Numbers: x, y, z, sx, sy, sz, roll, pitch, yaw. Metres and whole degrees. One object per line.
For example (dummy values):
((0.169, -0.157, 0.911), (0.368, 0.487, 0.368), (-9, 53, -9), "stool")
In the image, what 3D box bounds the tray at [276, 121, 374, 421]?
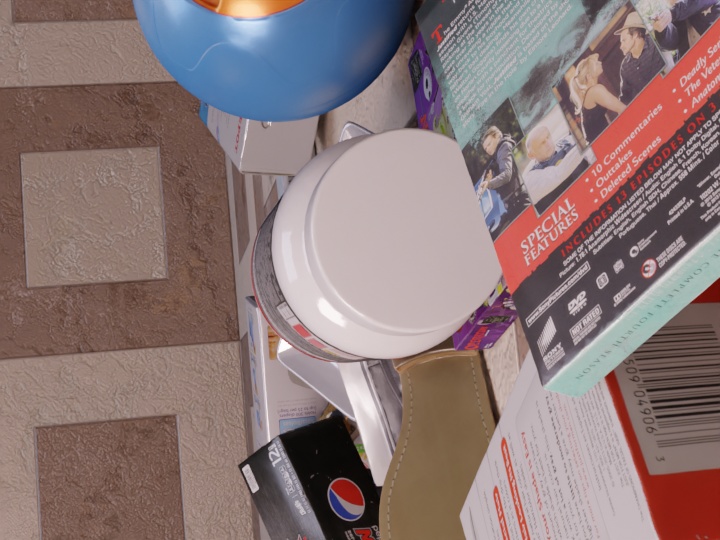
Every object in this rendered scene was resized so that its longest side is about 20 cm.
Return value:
((0.000, 0.000, 0.831), (0.107, 0.022, 0.200), (32, 112, 41), "tray")

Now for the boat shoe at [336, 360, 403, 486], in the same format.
((0.017, 0.051, 0.760), (0.072, 0.068, 0.200), (-101, -6, -76), "boat shoe")

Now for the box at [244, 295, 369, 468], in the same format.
((-0.043, 0.123, 1.055), (0.101, 0.112, 0.200), (-161, 67, -77), "box")

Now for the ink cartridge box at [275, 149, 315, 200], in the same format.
((-0.091, -0.109, 1.409), (0.200, 0.047, 0.160), (115, 149, -65), "ink cartridge box")

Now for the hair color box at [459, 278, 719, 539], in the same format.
((0.096, 0.098, 0.437), (0.200, 0.064, 0.111), (102, 161, -51), "hair color box")

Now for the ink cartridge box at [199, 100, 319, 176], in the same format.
((-0.112, -0.206, 1.255), (0.200, 0.084, 0.145), (-127, 45, -58), "ink cartridge box")

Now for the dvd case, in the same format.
((0.085, -0.079, 0.379), (0.146, 0.022, 0.200), (-50, 39, 34), "dvd case")

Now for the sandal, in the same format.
((0.056, 0.112, 0.700), (0.070, 0.077, 0.212), (53, -148, -61), "sandal")

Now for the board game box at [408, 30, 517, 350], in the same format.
((0.064, -0.066, 0.653), (0.120, 0.032, 0.200), (102, 162, -68), "board game box")

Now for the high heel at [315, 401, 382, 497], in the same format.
((-0.031, 0.096, 0.919), (0.142, 0.071, 0.200), (-3, 98, 37), "high heel")

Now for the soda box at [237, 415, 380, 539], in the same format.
((-0.012, 0.215, 0.840), (0.063, 0.071, 0.200), (-40, 70, 41), "soda box")

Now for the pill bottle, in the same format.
((0.005, -0.009, 0.603), (0.200, 0.116, 0.116), (154, 112, -79), "pill bottle")

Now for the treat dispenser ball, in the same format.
((-0.060, -0.206, 0.790), (0.201, 0.200, 0.201), (176, 90, -80), "treat dispenser ball")
